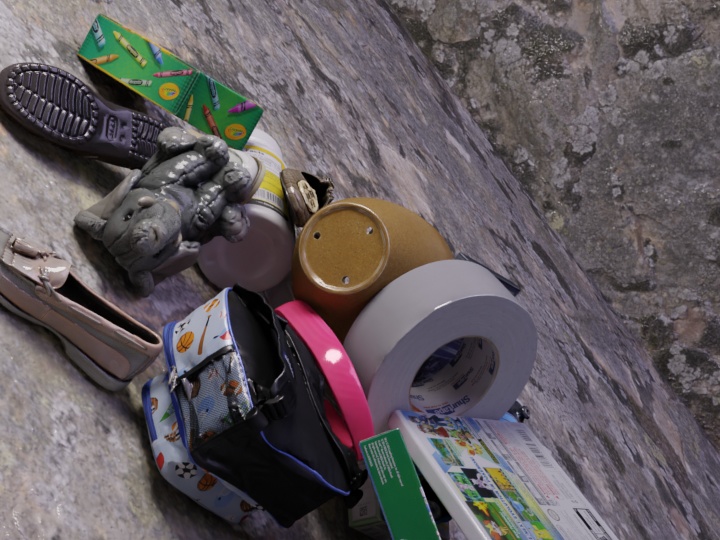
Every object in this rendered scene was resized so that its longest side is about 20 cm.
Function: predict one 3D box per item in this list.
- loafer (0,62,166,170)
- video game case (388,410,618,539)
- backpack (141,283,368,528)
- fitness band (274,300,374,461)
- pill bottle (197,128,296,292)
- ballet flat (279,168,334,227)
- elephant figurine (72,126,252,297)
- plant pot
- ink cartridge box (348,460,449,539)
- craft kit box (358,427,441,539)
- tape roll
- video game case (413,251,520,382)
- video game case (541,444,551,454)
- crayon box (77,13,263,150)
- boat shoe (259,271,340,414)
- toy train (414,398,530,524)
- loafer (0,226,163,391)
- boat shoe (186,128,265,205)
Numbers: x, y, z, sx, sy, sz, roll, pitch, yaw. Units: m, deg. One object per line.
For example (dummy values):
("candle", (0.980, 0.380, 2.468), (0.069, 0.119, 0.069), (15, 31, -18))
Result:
("loafer", (-0.291, -0.146, 1.302), (0.199, 0.071, 0.074), (26, 66, -38))
("video game case", (0.142, 0.211, 1.225), (0.181, 0.022, 0.200), (11, 28, -37))
("backpack", (-0.103, 0.119, 1.139), (0.200, 0.153, 0.192), (53, 19, -49))
("fitness band", (-0.039, 0.112, 1.275), (0.200, 0.037, 0.145), (-138, -146, -58))
("pill bottle", (-0.133, -0.075, 1.464), (0.114, 0.114, 0.201), (43, 22, -29))
("ballet flat", (-0.056, -0.086, 1.431), (0.200, 0.046, 0.068), (-42, 116, -85))
("elephant figurine", (-0.206, -0.046, 1.235), (0.140, 0.156, 0.200), (24, 41, 17))
("plant pot", (0.000, 0.000, 1.333), (0.187, 0.185, 0.200), (59, 4, 15))
("ink cartridge box", (0.040, 0.205, 1.415), (0.145, 0.048, 0.202), (36, 44, -45))
("craft kit box", (0.061, 0.270, 1.163), (0.198, 0.048, 0.202), (78, -7, -63))
("tape roll", (0.079, 0.091, 1.283), (0.200, 0.201, 0.066), (35, 9, -43))
("video game case", (0.076, 0.077, 1.354), (0.019, 0.200, 0.143), (46, 11, 30))
("video game case", (0.135, 0.296, 1.342), (0.022, 0.201, 0.182), (33, 19, 4))
("crayon box", (-0.218, -0.216, 1.457), (0.199, 0.059, 0.118), (33, 4, 36))
("boat shoe", (-0.042, 0.090, 1.465), (0.201, 0.068, 0.072), (57, 19, 10))
("toy train", (0.122, 0.201, 1.390), (0.087, 0.113, 0.200), (62, 30, -14))
("loafer", (-0.253, 0.018, 1.087), (0.200, 0.063, 0.072), (46, 21, -23))
("boat shoe", (-0.179, -0.110, 1.370), (0.068, 0.075, 0.199), (38, -17, -35))
